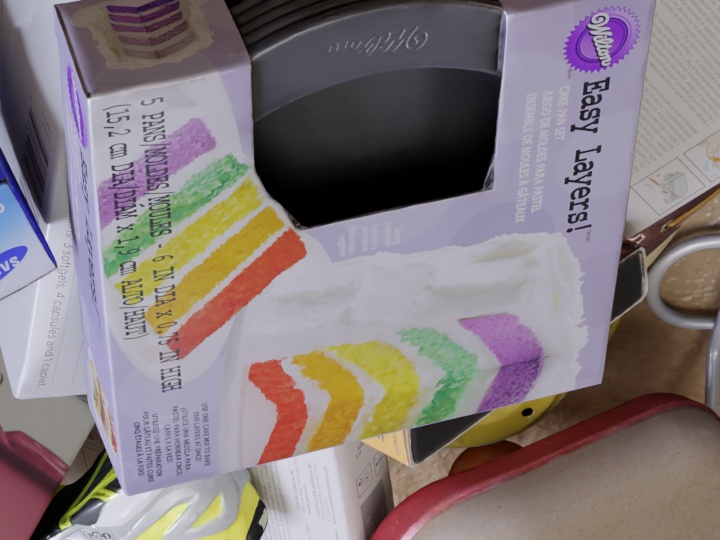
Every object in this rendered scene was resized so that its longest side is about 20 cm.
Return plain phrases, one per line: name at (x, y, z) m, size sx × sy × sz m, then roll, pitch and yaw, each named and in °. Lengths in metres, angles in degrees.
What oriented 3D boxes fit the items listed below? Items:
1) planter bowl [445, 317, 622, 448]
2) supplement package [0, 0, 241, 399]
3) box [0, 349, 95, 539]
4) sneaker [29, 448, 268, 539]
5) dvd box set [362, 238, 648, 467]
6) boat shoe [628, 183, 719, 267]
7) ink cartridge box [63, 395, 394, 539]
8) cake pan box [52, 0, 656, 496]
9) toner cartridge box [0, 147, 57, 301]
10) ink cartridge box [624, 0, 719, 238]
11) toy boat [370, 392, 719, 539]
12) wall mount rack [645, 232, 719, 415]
planter bowl at (0.048, 0.025, 1.116) m, size 0.199 × 0.084 × 0.201 m, roll -4°, pitch 132°, yaw -4°
supplement package at (-0.032, -0.074, 0.840) m, size 0.199 × 0.148 × 0.192 m, roll -4°, pitch 137°, yaw -21°
box at (-0.236, 0.113, 1.067) m, size 0.128 × 0.109 × 0.201 m, roll 38°, pitch 74°, yaw -35°
sneaker at (-0.131, 0.144, 1.116) m, size 0.199 × 0.076 × 0.076 m, roll -32°, pitch 112°, yaw 31°
dvd box set at (0.000, 0.000, 0.979) m, size 0.146 × 0.199 × 0.030 m, roll -32°, pitch 131°, yaw -32°
boat shoe at (0.131, -0.052, 1.032) m, size 0.199 × 0.072 × 0.072 m, roll -29°, pitch 158°, yaw -5°
ink cartridge box at (-0.082, 0.064, 1.128) m, size 0.199 × 0.050 × 0.162 m, roll 19°, pitch 139°, yaw 27°
cake pan box at (-0.002, -0.023, 0.757) m, size 0.183 × 0.052 × 0.201 m, roll -13°, pitch 138°, yaw -15°
toner cartridge box at (-0.180, -0.048, 0.803) m, size 0.095 × 0.200 × 0.043 m, roll -29°, pitch 132°, yaw -4°
ink cartridge box at (0.152, -0.104, 0.926) m, size 0.199 × 0.051 × 0.109 m, roll -33°, pitch 129°, yaw 22°
toy boat at (0.086, 0.127, 1.139) m, size 0.199 × 0.131 × 0.131 m, roll -20°, pitch 121°, yaw -23°
wall mount rack at (0.240, 0.049, 1.169) m, size 0.199 × 0.075 × 0.174 m, roll 1°, pitch 132°, yaw -8°
